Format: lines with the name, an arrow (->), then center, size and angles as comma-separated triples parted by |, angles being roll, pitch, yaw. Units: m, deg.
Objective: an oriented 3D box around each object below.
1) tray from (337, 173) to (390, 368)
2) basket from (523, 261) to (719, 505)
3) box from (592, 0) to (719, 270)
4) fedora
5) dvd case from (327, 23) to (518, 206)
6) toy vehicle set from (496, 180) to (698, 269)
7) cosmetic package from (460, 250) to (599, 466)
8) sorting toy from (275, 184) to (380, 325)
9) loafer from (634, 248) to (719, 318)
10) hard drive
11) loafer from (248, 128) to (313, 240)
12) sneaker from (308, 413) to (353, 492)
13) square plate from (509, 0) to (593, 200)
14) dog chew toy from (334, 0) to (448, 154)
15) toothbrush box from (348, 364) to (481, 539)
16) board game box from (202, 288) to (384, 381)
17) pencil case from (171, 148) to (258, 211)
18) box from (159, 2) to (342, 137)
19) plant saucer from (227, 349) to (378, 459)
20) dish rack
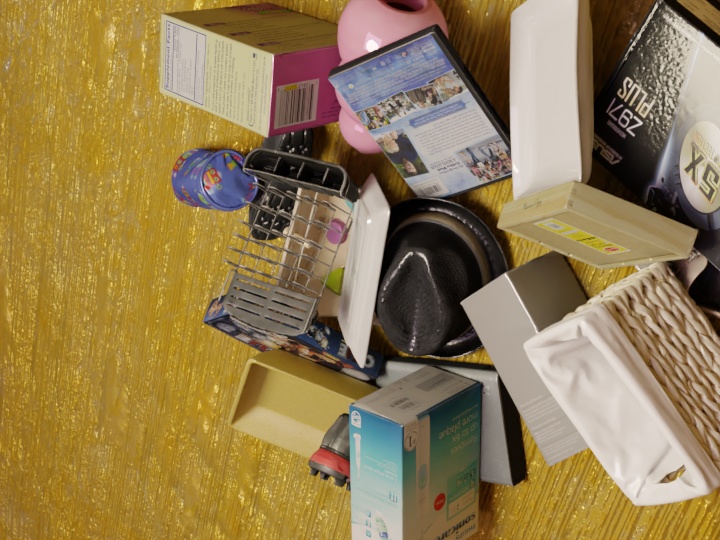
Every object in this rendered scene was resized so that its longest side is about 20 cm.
tray -> 0.000, 0.000, 1.322 | 0.108, 0.022, 0.202 | -114, 29, -61
basket -> 0.277, 0.107, 1.110 | 0.201, 0.123, 0.136 | 54, 156, 1
box -> 0.321, -0.128, 1.050 | 0.200, 0.086, 0.165 | 47, 133, 23
fedora -> 0.074, 0.024, 1.307 | 0.198, 0.092, 0.203 | 10, 118, 19
dvd case -> 0.076, -0.161, 1.237 | 0.141, 0.018, 0.200 | -17, 127, 34
toy vehicle set -> 0.218, -0.040, 1.101 | 0.200, 0.123, 0.027 | 167, 124, -78
cosmetic package -> 0.206, 0.090, 1.229 | 0.090, 0.106, 0.202 | -40, 74, 45
sorting toy -> -0.006, -0.021, 1.412 | 0.179, 0.106, 0.202 | 28, 119, 24
loafer -> 0.339, 0.010, 1.097 | 0.199, 0.063, 0.073 | 26, 120, 36
hard drive -> 0.106, 0.180, 1.411 | 0.199, 0.033, 0.141 | 2, 106, 45
loafer -> -0.105, -0.125, 1.497 | 0.071, 0.067, 0.202 | -107, 28, -43
sneaker -> 0.017, 0.227, 1.406 | 0.070, 0.200, 0.099 | 15, 77, 37
square plate -> 0.187, -0.173, 1.125 | 0.198, 0.028, 0.203 | 180, 90, -81
dog chew toy -> 0.025, -0.217, 1.294 | 0.124, 0.124, 0.201 | 42, 137, 26
toothbrush box -> 0.065, 0.233, 1.342 | 0.085, 0.146, 0.203 | 17, 116, 40
board game box -> -0.086, 0.086, 1.452 | 0.135, 0.199, 0.035 | -19, 46, 62
pencil case -> -0.194, -0.122, 1.528 | 0.078, 0.087, 0.200 | 50, 168, -18
box -> -0.111, -0.244, 1.372 | 0.199, 0.175, 0.098 | 26, 121, 35
plant saucer -> -0.061, 0.177, 1.490 | 0.198, 0.049, 0.201 | 22, 145, -2
dish rack -> -0.091, -0.029, 1.316 | 0.152, 0.054, 0.202 | 16, 83, 37
